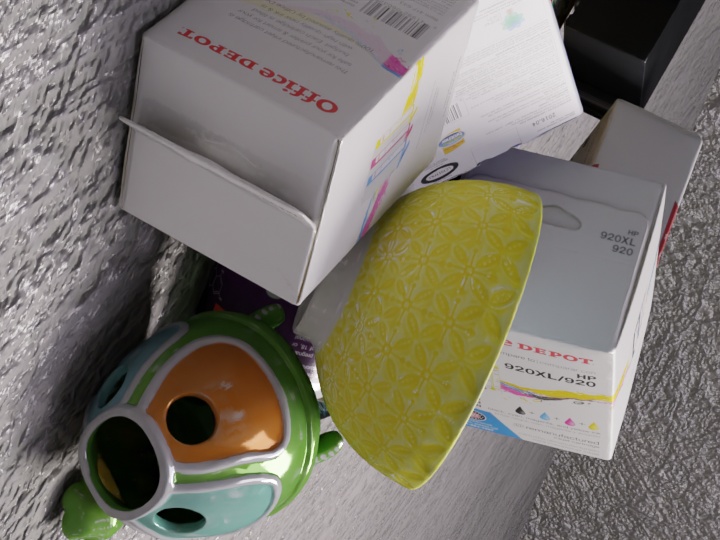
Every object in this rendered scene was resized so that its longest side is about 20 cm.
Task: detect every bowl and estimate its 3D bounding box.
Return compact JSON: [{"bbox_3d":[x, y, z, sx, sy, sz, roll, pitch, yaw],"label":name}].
[{"bbox_3d":[0.022,0.022,1.098,0.200,0.107,0.201,-156,-90,-84],"label":"bowl"}]

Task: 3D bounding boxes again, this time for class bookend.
[{"bbox_3d":[0.230,-0.252,1.458,0.201,0.092,0.199,-59,165,-15],"label":"bookend"}]

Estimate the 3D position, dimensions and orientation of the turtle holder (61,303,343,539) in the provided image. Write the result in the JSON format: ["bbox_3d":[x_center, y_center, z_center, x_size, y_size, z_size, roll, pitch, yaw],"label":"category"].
[{"bbox_3d":[-0.119,0.103,1.127,0.131,0.185,0.142,-22,105,-49],"label":"turtle holder"}]

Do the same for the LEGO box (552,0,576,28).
[{"bbox_3d":[0.136,-0.263,1.446,0.149,0.077,0.200,-59,166,-18],"label":"LEGO box"}]

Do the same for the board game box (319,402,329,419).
[{"bbox_3d":[0.034,0.067,1.544,0.200,0.028,0.135,-26,-167,48],"label":"board game box"}]

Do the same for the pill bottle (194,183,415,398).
[{"bbox_3d":[-0.046,0.009,1.213,0.201,0.112,0.112,-68,165,17],"label":"pill bottle"}]

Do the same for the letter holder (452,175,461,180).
[{"bbox_3d":[0.057,-0.033,1.577,0.200,0.141,0.101,86,2,-69],"label":"letter holder"}]

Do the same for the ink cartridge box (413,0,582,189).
[{"bbox_3d":[0.067,-0.139,1.207,0.136,0.077,0.200,-25,144,2],"label":"ink cartridge box"}]

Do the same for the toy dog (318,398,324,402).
[{"bbox_3d":[0.000,0.000,1.378,0.200,0.139,0.195,-46,128,-48],"label":"toy dog"}]

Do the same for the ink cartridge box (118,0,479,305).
[{"bbox_3d":[-0.042,-0.090,1.015,0.200,0.128,0.126,-47,160,-45],"label":"ink cartridge box"}]

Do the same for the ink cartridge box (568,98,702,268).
[{"bbox_3d":[0.201,-0.034,1.523,0.200,0.083,0.147,121,-7,-68],"label":"ink cartridge box"}]

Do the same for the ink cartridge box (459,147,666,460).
[{"bbox_3d":[0.137,0.026,1.329,0.200,0.146,0.145,77,29,-61],"label":"ink cartridge box"}]
